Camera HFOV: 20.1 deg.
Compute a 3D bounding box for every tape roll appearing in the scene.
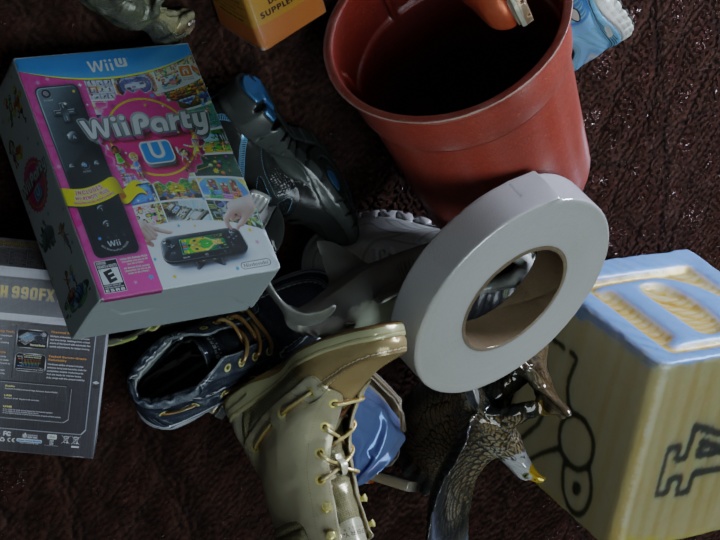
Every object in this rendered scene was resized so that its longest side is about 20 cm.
[{"bbox_3d":[0.113,0.011,1.628,0.202,0.037,0.203,-28,145,-22],"label":"tape roll"}]

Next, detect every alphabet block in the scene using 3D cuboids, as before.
[{"bbox_3d":[0.273,0.118,1.905,0.195,0.195,0.201,-6,121,-31],"label":"alphabet block"}]

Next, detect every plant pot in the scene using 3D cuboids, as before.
[{"bbox_3d":[0.093,-0.136,1.633,0.200,0.201,0.196,-39,141,-10],"label":"plant pot"}]

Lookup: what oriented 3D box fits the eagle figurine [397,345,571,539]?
[{"bbox_3d":[0.097,0.155,1.788,0.200,0.151,0.152,-41,168,19],"label":"eagle figurine"}]

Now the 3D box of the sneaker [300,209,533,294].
[{"bbox_3d":[0.050,-0.009,1.707,0.199,0.081,0.076,-2,103,-5],"label":"sneaker"}]

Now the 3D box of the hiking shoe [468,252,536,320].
[{"bbox_3d":[0.113,-0.002,1.794,0.199,0.076,0.101,-31,134,-16],"label":"hiking shoe"}]

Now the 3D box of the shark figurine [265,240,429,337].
[{"bbox_3d":[-0.019,0.011,1.620,0.214,0.090,0.128,-16,158,-43],"label":"shark figurine"}]

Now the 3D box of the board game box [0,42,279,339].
[{"bbox_3d":[-0.165,-0.061,1.474,0.147,0.201,0.064,-10,154,-32],"label":"board game box"}]

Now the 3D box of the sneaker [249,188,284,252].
[{"bbox_3d":[-0.165,-0.036,1.578,0.199,0.087,0.075,14,76,-20],"label":"sneaker"}]

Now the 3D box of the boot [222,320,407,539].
[{"bbox_3d":[-0.018,0.137,1.586,0.073,0.156,0.200,-2,157,-47],"label":"boot"}]

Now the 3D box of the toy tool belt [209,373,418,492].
[{"bbox_3d":[-0.038,0.128,1.732,0.200,0.123,0.125,32,96,-43],"label":"toy tool belt"}]

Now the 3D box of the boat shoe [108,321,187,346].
[{"bbox_3d":[-0.186,0.025,1.604,0.201,0.060,0.072,-4,119,-34],"label":"boat shoe"}]

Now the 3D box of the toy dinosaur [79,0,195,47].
[{"bbox_3d":[-0.182,-0.221,1.470,0.199,0.047,0.088,19,111,-38],"label":"toy dinosaur"}]

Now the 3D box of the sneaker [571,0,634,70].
[{"bbox_3d":[0.152,-0.228,1.685,0.090,0.078,0.200,-45,133,1],"label":"sneaker"}]

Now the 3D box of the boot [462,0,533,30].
[{"bbox_3d":[0.041,-0.236,1.537,0.107,0.200,0.075,-44,166,3],"label":"boot"}]

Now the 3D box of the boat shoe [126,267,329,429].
[{"bbox_3d":[-0.097,0.060,1.644,0.200,0.071,0.091,-35,169,-6],"label":"boat shoe"}]

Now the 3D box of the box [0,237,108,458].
[{"bbox_3d":[-0.287,0.054,1.504,0.199,0.048,0.159,5,115,-9],"label":"box"}]

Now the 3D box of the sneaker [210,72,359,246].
[{"bbox_3d":[-0.071,-0.078,1.632,0.082,0.073,0.200,-31,133,13],"label":"sneaker"}]

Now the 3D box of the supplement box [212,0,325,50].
[{"bbox_3d":[-0.091,-0.265,1.493,0.066,0.069,0.201,-34,129,-17],"label":"supplement box"}]
